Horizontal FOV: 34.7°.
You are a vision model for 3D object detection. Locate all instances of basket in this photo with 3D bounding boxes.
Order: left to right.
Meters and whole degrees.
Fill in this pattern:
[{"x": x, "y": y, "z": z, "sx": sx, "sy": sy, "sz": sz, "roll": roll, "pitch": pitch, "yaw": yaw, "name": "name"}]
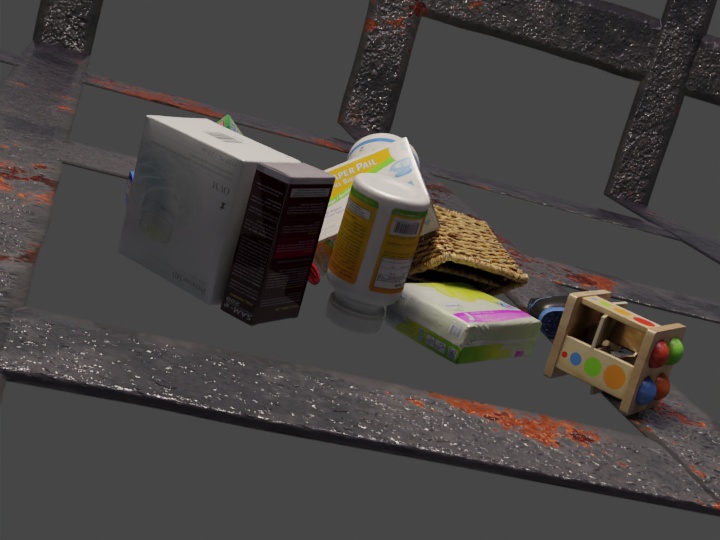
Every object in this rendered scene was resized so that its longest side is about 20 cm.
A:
[{"x": 0.134, "y": 0.000, "z": 1.806, "sx": 0.198, "sy": 0.143, "sz": 0.150, "roll": 15, "pitch": 31, "yaw": -42, "name": "basket"}]

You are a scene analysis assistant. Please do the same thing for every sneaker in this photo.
[{"x": 0.371, "y": 0.079, "z": 1.915, "sx": 0.197, "sy": 0.071, "sz": 0.078, "roll": 11, "pitch": 21, "yaw": -19, "name": "sneaker"}]

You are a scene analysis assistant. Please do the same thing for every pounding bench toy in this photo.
[{"x": 0.391, "y": 0.116, "z": 1.671, "sx": 0.155, "sy": 0.126, "sz": 0.199, "roll": 25, "pitch": 16, "yaw": 32, "name": "pounding bench toy"}]

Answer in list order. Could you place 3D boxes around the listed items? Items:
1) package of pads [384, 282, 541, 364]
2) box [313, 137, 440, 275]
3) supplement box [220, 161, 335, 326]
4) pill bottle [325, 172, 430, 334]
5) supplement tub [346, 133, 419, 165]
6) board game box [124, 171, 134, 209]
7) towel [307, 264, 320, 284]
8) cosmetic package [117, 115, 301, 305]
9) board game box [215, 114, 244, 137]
[{"x": 0.146, "y": 0.072, "z": 1.672, "sx": 0.153, "sy": 0.069, "sz": 0.198, "roll": 28, "pitch": 17, "yaw": 36, "name": "package of pads"}, {"x": 0.003, "y": -0.092, "z": 1.698, "sx": 0.102, "sy": 0.197, "sz": 0.114, "roll": 60, "pitch": 9, "yaw": -62, "name": "box"}, {"x": -0.107, "y": -0.036, "z": 1.505, "sx": 0.060, "sy": 0.203, "sz": 0.108, "roll": 23, "pitch": 15, "yaw": 28, "name": "supplement box"}, {"x": 0.017, "y": -0.021, "z": 1.586, "sx": 0.109, "sy": 0.203, "sz": 0.111, "roll": 16, "pitch": 17, "yaw": -5, "name": "pill bottle"}, {"x": 0.032, "y": -0.122, "z": 1.934, "sx": 0.130, "sy": 0.133, "sz": 0.202, "roll": 14, "pitch": 43, "yaw": -8, "name": "supplement tub"}, {"x": -0.285, "y": -0.106, "z": 1.903, "sx": 0.197, "sy": 0.046, "sz": 0.135, "roll": 12, "pitch": 14, "yaw": -18, "name": "board game box"}, {"x": -0.124, "y": -0.049, "z": 1.708, "sx": 0.145, "sy": 0.022, "sz": 0.200, "roll": 53, "pitch": -7, "yaw": -15, "name": "towel"}, {"x": -0.210, "y": -0.084, "z": 1.572, "sx": 0.198, "sy": 0.203, "sz": 0.122, "roll": 25, "pitch": 19, "yaw": 34, "name": "cosmetic package"}, {"x": -0.155, "y": -0.139, "z": 1.771, "sx": 0.201, "sy": 0.029, "sz": 0.135, "roll": 55, "pitch": 3, "yaw": -17, "name": "board game box"}]
